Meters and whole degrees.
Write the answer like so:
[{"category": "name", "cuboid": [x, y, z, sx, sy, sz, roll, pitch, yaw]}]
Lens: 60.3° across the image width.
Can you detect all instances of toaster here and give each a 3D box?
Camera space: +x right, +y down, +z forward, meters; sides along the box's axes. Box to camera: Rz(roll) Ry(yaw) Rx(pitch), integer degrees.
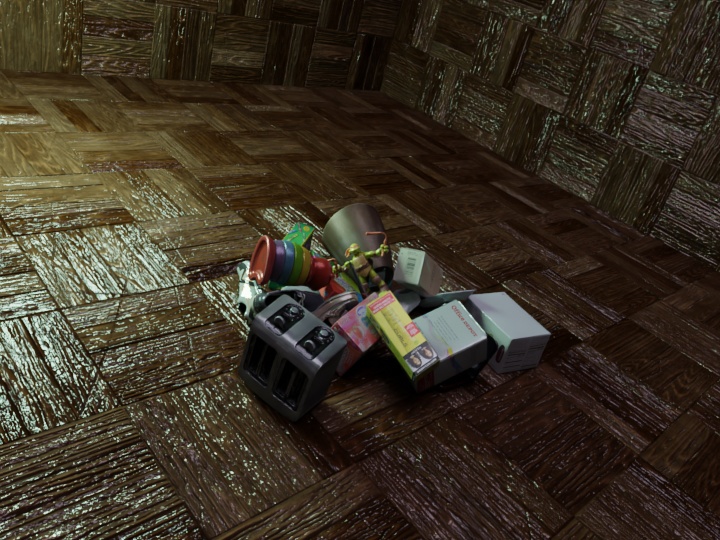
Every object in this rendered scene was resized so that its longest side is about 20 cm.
[{"category": "toaster", "cuboid": [-0.146, 0.185, 1.280, 0.179, 0.204, 0.118, 35, 34, 17]}]

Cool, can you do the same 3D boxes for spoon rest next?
[{"category": "spoon rest", "cuboid": [0.102, 0.100, 1.702, 0.096, 0.063, 0.199, 1, 13, 24]}]

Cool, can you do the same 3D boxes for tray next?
[{"category": "tray", "cuboid": [0.232, 0.082, 1.722, 0.104, 0.023, 0.200, -4, -9, -18]}]

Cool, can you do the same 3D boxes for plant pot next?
[{"category": "plant pot", "cuboid": [0.011, -0.046, 1.720, 0.182, 0.190, 0.202, -1, 44, -30]}]

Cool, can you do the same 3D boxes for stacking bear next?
[{"category": "stacking bear", "cuboid": [-0.157, -0.006, 1.512, 0.195, 0.117, 0.121, 15, 1, -29]}]

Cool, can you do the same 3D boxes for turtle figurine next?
[{"category": "turtle figurine", "cuboid": [0.000, 0.000, 1.597, 0.195, 0.165, 0.064, -25, 6, 7]}]

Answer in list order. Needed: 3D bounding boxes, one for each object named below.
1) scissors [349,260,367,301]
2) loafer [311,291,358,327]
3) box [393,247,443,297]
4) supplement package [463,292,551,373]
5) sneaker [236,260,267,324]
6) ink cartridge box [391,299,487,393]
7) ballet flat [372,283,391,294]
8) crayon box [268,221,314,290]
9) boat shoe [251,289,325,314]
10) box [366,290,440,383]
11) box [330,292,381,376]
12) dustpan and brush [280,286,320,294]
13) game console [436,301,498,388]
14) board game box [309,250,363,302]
[{"category": "scissors", "cuboid": [0.019, 0.071, 1.563, 0.071, 0.206, 0.014, 2, 22, 34]}, {"category": "loafer", "cuboid": [-0.087, 0.121, 1.481, 0.195, 0.072, 0.064, -26, 57, -2]}, {"category": "box", "cuboid": [0.166, 0.011, 1.749, 0.076, 0.098, 0.199, 10, -8, 25]}, {"category": "supplement package", "cuboid": [0.383, 0.164, 1.685, 0.152, 0.114, 0.200, -2, 32, -32]}, {"category": "sneaker", "cuboid": [-0.280, 0.051, 1.542, 0.078, 0.075, 0.201, -25, 44, -11]}, {"category": "ink cartridge box", "cuboid": [0.186, 0.180, 1.484, 0.195, 0.084, 0.147, -22, 43, -13]}, {"category": "ballet flat", "cuboid": [0.049, 0.043, 1.768, 0.061, 0.071, 0.201, 6, 25, 11]}, {"category": "crayon box", "cuboid": [-0.189, -0.039, 1.718, 0.057, 0.122, 0.201, 18, 27, 4]}, {"category": "boat shoe", "cuboid": [-0.160, 0.081, 1.474, 0.195, 0.075, 0.062, 3, -11, -33]}, {"category": "box", "cuboid": [0.094, 0.148, 1.402, 0.074, 0.051, 0.202, -28, 64, -15]}, {"category": "box", "cuboid": [-0.004, 0.147, 1.475, 0.095, 0.103, 0.199, 47, 34, 7]}, {"category": "dustpan and brush", "cuboid": [-0.196, 0.077, 1.590, 0.195, 0.058, 0.141, 26, 36, 2]}, {"category": "game console", "cuboid": [0.213, 0.180, 1.553, 0.199, 0.174, 0.118, 41, 4, 39]}, {"category": "board game box", "cuboid": [-0.061, 0.042, 1.666, 0.151, 0.041, 0.201, 30, 17, -37]}]
